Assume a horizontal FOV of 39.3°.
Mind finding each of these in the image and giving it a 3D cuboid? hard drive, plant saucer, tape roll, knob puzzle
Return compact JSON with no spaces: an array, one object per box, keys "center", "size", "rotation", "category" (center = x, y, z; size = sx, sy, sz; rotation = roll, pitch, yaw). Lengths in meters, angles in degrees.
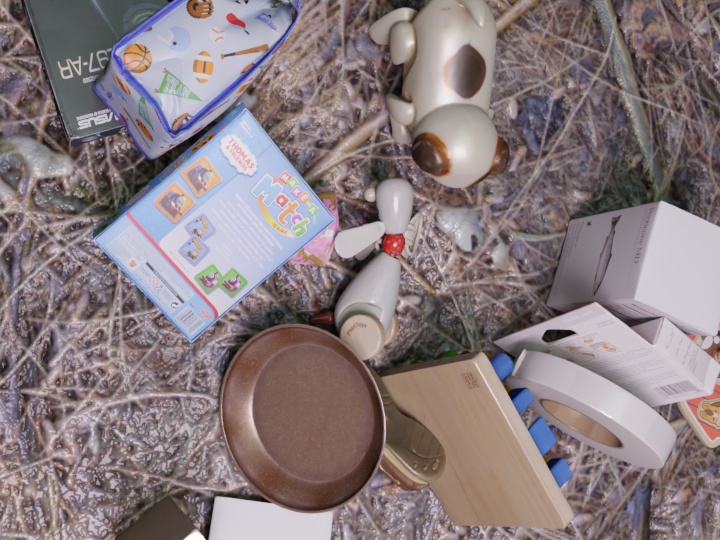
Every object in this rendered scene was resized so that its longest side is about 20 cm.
[{"center":[-0.104,0.349,1.059],"size":[0.130,0.025,0.203],"rotation":[9,66,-5],"category":"hard drive"},{"center":[-0.058,0.155,1.078],"size":[0.197,0.037,0.204],"rotation":[3,98,24],"category":"plant saucer"},{"center":[0.257,0.158,1.143],"size":[0.201,0.202,0.037],"rotation":[34,78,-13],"category":"tape roll"},{"center":[0.484,0.134,1.309],"size":[0.216,0.030,0.224],"rotation":[1,87,-18],"category":"knob puzzle"}]

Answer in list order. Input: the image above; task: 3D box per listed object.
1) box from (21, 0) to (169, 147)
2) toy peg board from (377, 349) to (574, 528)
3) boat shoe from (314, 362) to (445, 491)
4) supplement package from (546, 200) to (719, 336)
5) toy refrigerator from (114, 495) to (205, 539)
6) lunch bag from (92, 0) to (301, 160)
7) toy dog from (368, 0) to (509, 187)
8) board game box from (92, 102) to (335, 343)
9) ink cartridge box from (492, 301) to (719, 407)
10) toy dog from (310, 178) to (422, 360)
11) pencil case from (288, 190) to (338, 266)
[{"center":[-0.242,-0.239,1.082],"size":[0.197,0.043,0.163],"rotation":[-18,92,-19],"category":"box"},{"center":[0.142,0.170,1.116],"size":[0.097,0.198,0.202],"rotation":[-34,97,-32],"category":"toy peg board"},{"center":[0.005,0.168,1.124],"size":[0.200,0.068,0.072],"rotation":[45,46,6],"category":"boat shoe"},{"center":[0.323,0.003,1.173],"size":[0.116,0.200,0.119],"rotation":[22,80,-16],"category":"supplement package"},{"center":[-0.184,0.286,0.987],"size":[0.076,0.200,0.070],"rotation":[-38,98,-17],"category":"toy refrigerator"},{"center":[-0.156,-0.221,0.999],"size":[0.199,0.170,0.124],"rotation":[-41,104,-15],"category":"lunch bag"},{"center":[0.107,-0.192,1.125],"size":[0.138,0.193,0.204],"rotation":[1,80,-30],"category":"toy dog"},{"center":[-0.147,-0.046,1.026],"size":[0.199,0.037,0.152],"rotation":[-39,115,3],"category":"board game box"},{"center":[0.276,0.093,1.151],"size":[0.175,0.200,0.045],"rotation":[37,62,-13],"category":"ink cartridge box"},{"center":[0.000,0.000,1.122],"size":[0.095,0.132,0.203],"rotation":[10,74,13],"category":"toy dog"},{"center":[-0.119,-0.056,1.093],"size":[0.197,0.087,0.084],"rotation":[7,66,-17],"category":"pencil case"}]
